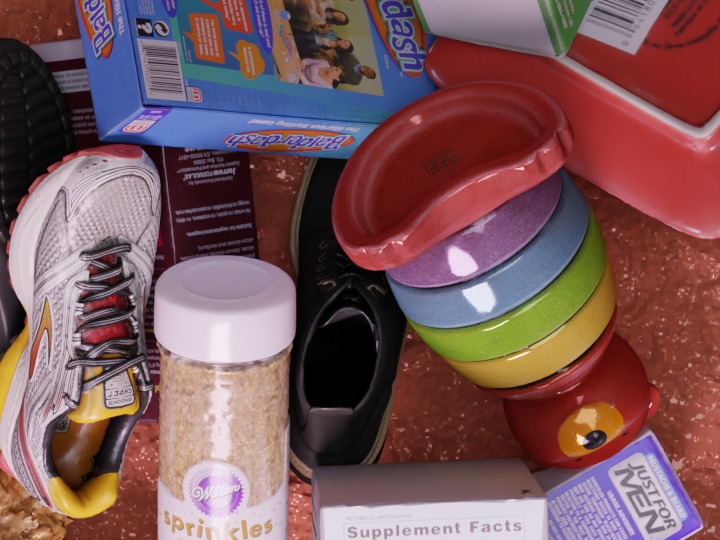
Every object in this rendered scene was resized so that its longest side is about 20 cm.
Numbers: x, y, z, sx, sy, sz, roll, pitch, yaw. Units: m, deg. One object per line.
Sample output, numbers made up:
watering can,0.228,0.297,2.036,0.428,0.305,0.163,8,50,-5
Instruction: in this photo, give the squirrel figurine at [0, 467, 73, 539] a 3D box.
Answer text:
squirrel figurine,-0.190,0.169,1.367,0.186,0.142,0.201,-8,97,-9

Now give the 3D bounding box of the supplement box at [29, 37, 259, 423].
supplement box,-0.108,-0.024,1.363,0.061,0.109,0.201,-9,96,-42

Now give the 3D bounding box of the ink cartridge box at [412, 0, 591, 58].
ink cartridge box,0.087,-0.230,1.291,0.083,0.147,0.200,12,60,26

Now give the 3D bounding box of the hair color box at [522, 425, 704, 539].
hair color box,0.074,0.151,1.391,0.200,0.109,0.065,-29,96,-1

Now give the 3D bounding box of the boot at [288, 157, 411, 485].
boot,0.000,0.000,1.340,0.077,0.138,0.201,2,73,-1

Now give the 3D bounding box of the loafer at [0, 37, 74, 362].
loafer,-0.194,-0.020,1.349,0.071,0.073,0.201,7,104,30

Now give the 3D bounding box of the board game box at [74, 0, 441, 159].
board game box,-0.050,-0.135,1.319,0.199,0.045,0.153,3,68,-37

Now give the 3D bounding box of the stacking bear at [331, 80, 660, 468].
stacking bear,0.080,0.016,1.295,0.121,0.114,0.200,-31,120,1

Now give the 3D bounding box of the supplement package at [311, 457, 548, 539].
supplement package,0.035,0.200,1.283,0.113,0.110,0.201,-1,96,-3

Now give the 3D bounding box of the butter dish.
butter dish,0.169,-0.100,1.365,0.199,0.148,0.200,33,72,25

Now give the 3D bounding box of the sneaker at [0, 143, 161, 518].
sneaker,-0.127,0.030,1.288,0.078,0.082,0.201,-8,122,-33

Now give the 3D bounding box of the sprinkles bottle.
sprinkles bottle,-0.067,0.095,1.289,0.068,0.068,0.201,0,115,-3
